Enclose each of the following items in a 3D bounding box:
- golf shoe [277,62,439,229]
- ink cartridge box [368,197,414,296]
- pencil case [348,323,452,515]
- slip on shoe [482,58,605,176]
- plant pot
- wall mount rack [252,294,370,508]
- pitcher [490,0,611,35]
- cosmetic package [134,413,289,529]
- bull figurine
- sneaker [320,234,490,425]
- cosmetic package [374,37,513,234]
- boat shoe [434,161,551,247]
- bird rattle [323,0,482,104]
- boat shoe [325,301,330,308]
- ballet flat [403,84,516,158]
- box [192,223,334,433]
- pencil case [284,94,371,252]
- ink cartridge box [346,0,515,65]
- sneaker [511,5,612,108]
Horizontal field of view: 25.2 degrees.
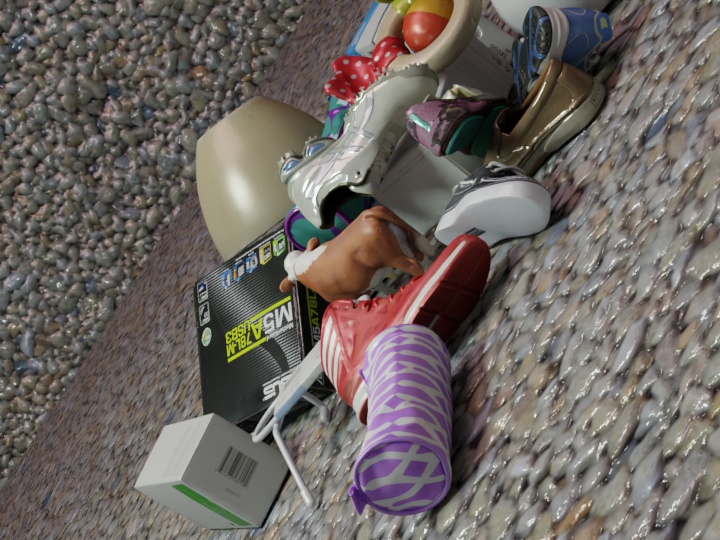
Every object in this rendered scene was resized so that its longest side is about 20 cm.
[{"bbox_3d":[0.013,-0.120,1.631,0.200,0.078,0.098,-41,55,18],"label":"golf shoe"},{"bbox_3d":[0.006,-0.053,1.872,0.116,0.066,0.200,-52,14,14],"label":"ink cartridge box"},{"bbox_3d":[0.034,0.120,1.339,0.085,0.085,0.201,-17,23,10],"label":"pencil case"},{"bbox_3d":[0.151,-0.128,1.544,0.200,0.060,0.077,-42,20,48],"label":"slip on shoe"},{"bbox_3d":[-0.116,-0.124,1.895,0.199,0.135,0.200,-35,3,2],"label":"plant pot"},{"bbox_3d":[-0.030,0.129,1.590,0.200,0.074,0.174,-51,11,24],"label":"wall mount rack"},{"bbox_3d":[0.235,-0.331,1.638,0.199,0.122,0.171,-32,5,37],"label":"pitcher"},{"bbox_3d":[-0.163,0.222,1.761,0.086,0.107,0.200,-63,14,-20],"label":"cosmetic package"},{"bbox_3d":[0.000,0.000,1.656,0.200,0.121,0.066,-35,24,56],"label":"bull figurine"},{"bbox_3d":[0.027,0.031,1.483,0.115,0.078,0.201,41,99,36],"label":"sneaker"},{"bbox_3d":[0.090,-0.150,1.729,0.107,0.085,0.201,-40,21,40],"label":"cosmetic package"},{"bbox_3d":[0.125,-0.068,1.475,0.200,0.071,0.069,145,142,-74],"label":"boat shoe"},{"bbox_3d":[0.052,-0.251,1.689,0.162,0.113,0.201,-2,51,48],"label":"bird rattle"},{"bbox_3d":[-0.062,0.037,1.896,0.062,0.072,0.200,-54,13,9],"label":"boat shoe"},{"bbox_3d":[0.098,-0.149,1.578,0.070,0.071,0.200,-59,-18,19],"label":"ballet flat"},{"bbox_3d":[-0.113,0.072,1.812,0.199,0.047,0.196,-29,58,45],"label":"box"},{"bbox_3d":[-0.020,-0.114,1.768,0.093,0.084,0.202,80,-158,-51],"label":"pencil case"},{"bbox_3d":[0.083,-0.263,1.911,0.085,0.144,0.200,-59,13,-7],"label":"ink cartridge box"},{"bbox_3d":[0.193,-0.204,1.580,0.200,0.076,0.077,121,142,-81],"label":"sneaker"}]
